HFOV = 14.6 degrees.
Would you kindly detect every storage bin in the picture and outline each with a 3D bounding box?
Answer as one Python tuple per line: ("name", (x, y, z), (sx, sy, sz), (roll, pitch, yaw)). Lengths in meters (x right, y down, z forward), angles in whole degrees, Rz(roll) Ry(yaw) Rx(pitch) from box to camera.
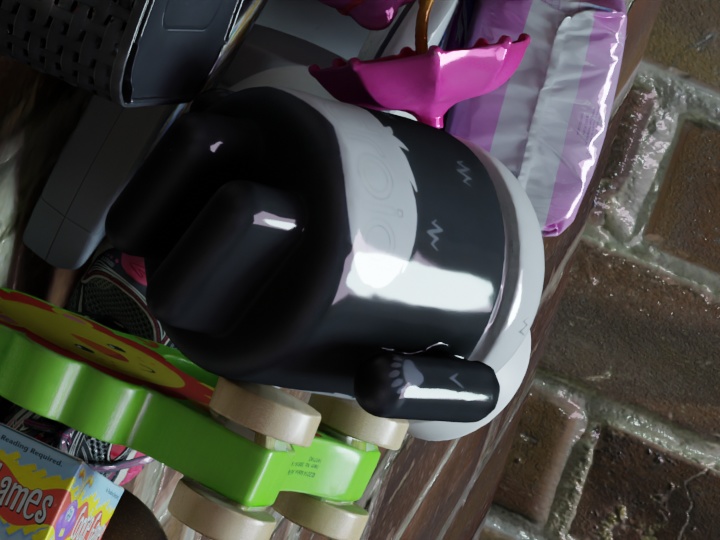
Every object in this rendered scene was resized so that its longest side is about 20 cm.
("storage bin", (-0.084, -0.175, 1.116), (0.135, 0.093, 0.201), (-20, 131, -77))

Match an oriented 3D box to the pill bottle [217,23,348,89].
("pill bottle", (-0.070, -0.024, 1.477), (0.111, 0.110, 0.201), (-30, 141, -74))

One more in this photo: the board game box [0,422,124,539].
("board game box", (-0.196, 0.160, 1.223), (0.105, 0.102, 0.201), (62, 51, -78))

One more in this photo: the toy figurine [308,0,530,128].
("toy figurine", (0.027, -0.161, 1.248), (0.185, 0.199, 0.150), (-62, -169, -11))

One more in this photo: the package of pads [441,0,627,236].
("package of pads", (0.084, -0.108, 1.416), (0.200, 0.075, 0.121), (-88, -166, -69))

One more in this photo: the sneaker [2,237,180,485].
("sneaker", (-0.129, 0.062, 1.391), (0.075, 0.081, 0.200), (-37, 161, -41))

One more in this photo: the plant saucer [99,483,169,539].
("plant saucer", (-0.166, 0.185, 1.307), (0.034, 0.200, 0.201), (33, 77, -43))

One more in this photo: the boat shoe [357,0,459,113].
("boat shoe", (0.024, -0.160, 1.373), (0.072, 0.065, 0.201), (117, -4, -54))

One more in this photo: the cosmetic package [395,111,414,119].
("cosmetic package", (0.000, -0.118, 1.733), (0.113, 0.081, 0.201), (67, 48, -74))

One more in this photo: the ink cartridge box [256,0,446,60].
("ink cartridge box", (0.011, -0.156, 1.603), (0.200, 0.115, 0.068), (-26, 138, -74))

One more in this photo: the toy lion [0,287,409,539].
("toy lion", (-0.096, 0.055, 1.258), (0.069, 0.191, 0.200), (-66, 161, 4))

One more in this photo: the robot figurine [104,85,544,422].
("robot figurine", (-0.012, -0.007, 1.192), (0.199, 0.124, 0.151), (11, 75, -47))

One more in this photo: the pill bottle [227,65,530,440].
("pill bottle", (0.000, 0.000, 1.386), (0.200, 0.119, 0.120), (43, 67, -46))

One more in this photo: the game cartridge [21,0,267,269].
("game cartridge", (-0.089, -0.092, 1.307), (0.200, 0.041, 0.133), (-56, -176, 38))
